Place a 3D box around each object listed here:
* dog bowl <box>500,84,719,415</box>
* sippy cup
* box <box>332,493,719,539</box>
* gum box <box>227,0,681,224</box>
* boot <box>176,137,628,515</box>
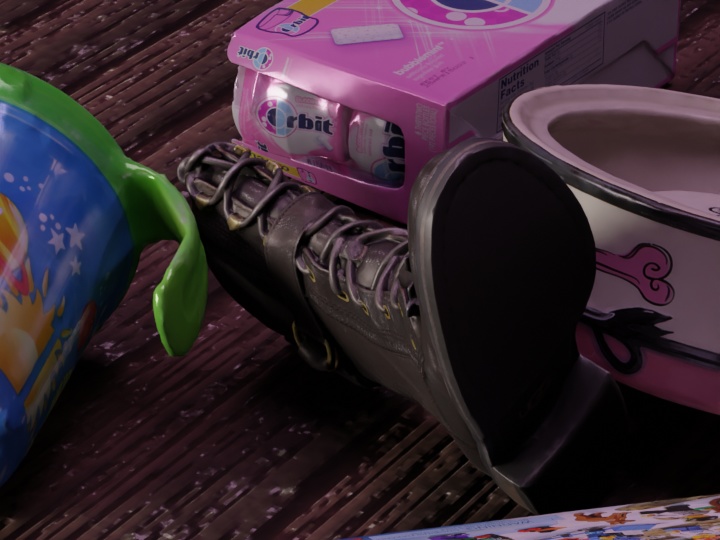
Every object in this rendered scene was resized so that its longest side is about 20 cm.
[{"bbox_3d":[0.142,-0.005,0.960,0.200,0.074,0.200,11,18,-4],"label":"dog bowl"},{"bbox_3d":[-0.154,0.014,0.932,0.178,0.140,0.130,-36,27,32],"label":"sippy cup"},{"bbox_3d":[0.076,0.101,0.792,0.200,0.038,0.137,-5,4,-15],"label":"box"},{"bbox_3d":[0.042,-0.093,1.163,0.113,0.066,0.200,21,37,31],"label":"gum box"},{"bbox_3d":[0.000,0.000,0.904,0.174,0.200,0.069,31,66,33],"label":"boot"}]
